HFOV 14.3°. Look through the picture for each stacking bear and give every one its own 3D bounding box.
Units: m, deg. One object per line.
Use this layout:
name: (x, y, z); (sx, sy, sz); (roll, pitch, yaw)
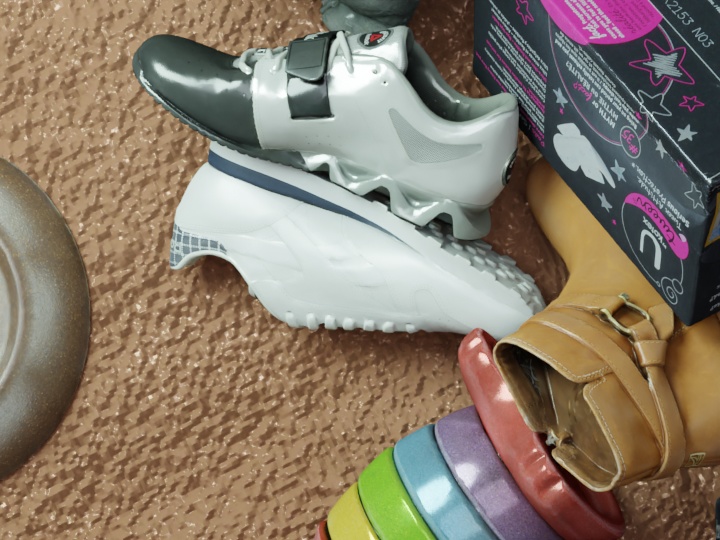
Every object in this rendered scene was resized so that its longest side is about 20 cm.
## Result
stacking bear: (0.023, 0.145, 1.441); (0.200, 0.114, 0.122); (-36, 48, 10)

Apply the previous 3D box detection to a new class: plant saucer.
plant saucer: (-0.242, 0.024, 1.495); (0.200, 0.037, 0.201); (0, 85, 1)

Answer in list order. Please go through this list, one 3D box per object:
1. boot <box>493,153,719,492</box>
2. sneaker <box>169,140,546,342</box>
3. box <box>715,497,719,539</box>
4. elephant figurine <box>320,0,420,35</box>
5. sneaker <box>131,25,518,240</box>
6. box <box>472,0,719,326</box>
boot: (0.115, 0.019, 1.410); (0.155, 0.074, 0.200); (-20, 54, -41)
sneaker: (0.000, 0.000, 1.478); (0.200, 0.076, 0.081); (25, 96, 10)
box: (0.235, 0.206, 1.383); (0.117, 0.197, 0.201); (0, 85, 3)
elephant figurine: (-0.055, -0.199, 1.447); (0.200, 0.155, 0.142); (18, 51, -9)
sneaker: (-0.013, -0.094, 1.442); (0.200, 0.074, 0.089); (20, 117, -2)
box: (0.160, -0.096, 1.403); (0.132, 0.115, 0.200); (-25, 56, -19)
